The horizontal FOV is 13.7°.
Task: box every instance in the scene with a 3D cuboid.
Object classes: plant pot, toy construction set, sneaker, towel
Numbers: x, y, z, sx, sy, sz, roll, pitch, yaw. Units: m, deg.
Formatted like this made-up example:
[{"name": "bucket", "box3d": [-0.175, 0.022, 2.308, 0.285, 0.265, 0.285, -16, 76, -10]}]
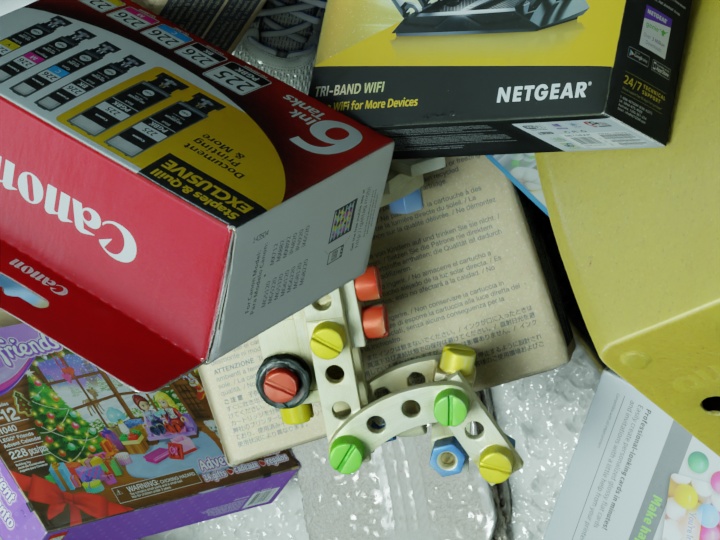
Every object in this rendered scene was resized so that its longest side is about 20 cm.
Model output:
[{"name": "plant pot", "box3d": [0.209, -0.018, 1.449, 0.200, 0.176, 0.200, -24, 134, 34]}, {"name": "toy construction set", "box3d": [0.008, 0.020, 1.562, 0.131, 0.092, 0.200, -7, 94, 9]}, {"name": "sneaker", "box3d": [-0.042, -0.168, 1.633, 0.077, 0.085, 0.200, 5, 98, -14]}, {"name": "towel", "box3d": [0.012, 0.078, 1.734, 0.133, 0.034, 0.200, -7, 100, 32]}]

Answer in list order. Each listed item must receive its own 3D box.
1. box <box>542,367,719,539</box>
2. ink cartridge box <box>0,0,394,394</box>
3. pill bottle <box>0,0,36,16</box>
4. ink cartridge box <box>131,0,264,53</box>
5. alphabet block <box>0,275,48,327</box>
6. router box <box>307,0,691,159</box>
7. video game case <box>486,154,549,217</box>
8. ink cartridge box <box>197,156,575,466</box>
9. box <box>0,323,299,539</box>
[{"name": "box", "box3d": [0.201, 0.159, 1.639, 0.200, 0.041, 0.156, 28, 117, 21]}, {"name": "ink cartridge box", "box3d": [-0.117, -0.045, 1.459, 0.200, 0.176, 0.084, 29, 126, 24]}, {"name": "pill bottle", "box3d": [-0.146, -0.073, 1.740, 0.111, 0.111, 0.200, -21, 92, 34]}, {"name": "ink cartridge box", "box3d": [-0.104, -0.228, 1.589, 0.165, 0.075, 0.200, -52, 51, 40]}, {"name": "alphabet block", "box3d": [-0.322, 0.052, 1.800, 0.195, 0.196, 0.200, 46, 127, 48]}, {"name": "router box", "box3d": [0.072, -0.138, 1.468, 0.200, 0.052, 0.157, -1, 72, 43]}, {"name": "video game case", "box3d": [0.169, -0.072, 1.550, 0.200, 0.018, 0.143, -19, 136, 33]}, {"name": "ink cartridge box", "box3d": [0.000, 0.000, 1.645, 0.200, 0.075, 0.165, -17, 92, 10]}, {"name": "box", "box3d": [-0.147, 0.089, 1.719, 0.137, 0.200, 0.039, 54, 129, 22]}]
